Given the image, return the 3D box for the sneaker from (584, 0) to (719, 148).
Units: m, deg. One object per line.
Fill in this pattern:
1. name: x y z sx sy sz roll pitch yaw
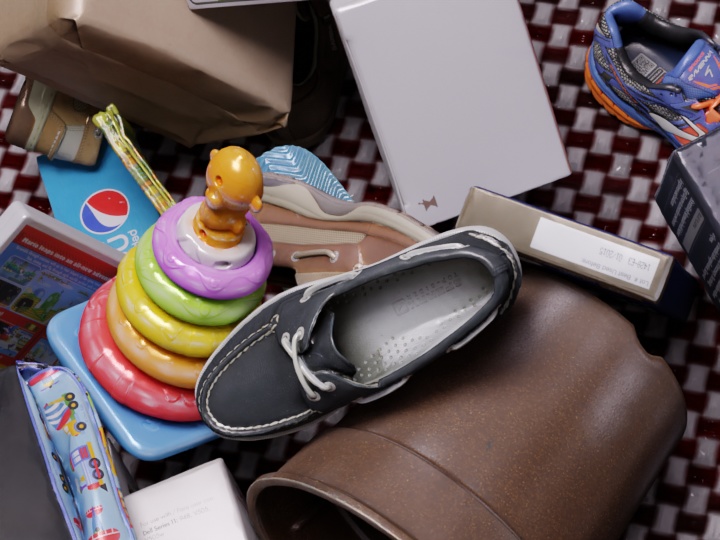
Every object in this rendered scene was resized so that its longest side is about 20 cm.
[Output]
1. sneaker: 0.221 -0.106 1.369 0.199 0.079 0.075 32 73 25

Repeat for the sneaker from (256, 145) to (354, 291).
1. sneaker: -0.004 0.016 1.356 0.076 0.081 0.201 -29 72 -6

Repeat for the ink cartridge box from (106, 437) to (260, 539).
1. ink cartridge box: -0.082 0.191 1.251 0.067 0.117 0.201 -21 60 -2

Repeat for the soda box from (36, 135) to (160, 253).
1. soda box: -0.147 0.006 1.398 0.067 0.064 0.201 -22 60 0

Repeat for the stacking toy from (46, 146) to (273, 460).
1. stacking toy: -0.091 0.001 1.213 0.109 0.201 0.116 -22 61 -37

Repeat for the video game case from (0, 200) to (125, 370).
1. video game case: -0.223 0.057 1.288 0.200 0.143 0.017 -47 57 9

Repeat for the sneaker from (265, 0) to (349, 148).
1. sneaker: -0.034 -0.183 1.469 0.070 0.076 0.201 -1 62 12

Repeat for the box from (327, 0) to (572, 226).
1. box: 0.044 -0.142 1.339 0.106 0.153 0.200 -19 26 1

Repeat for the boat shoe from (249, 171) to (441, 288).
1. boat shoe: 0.000 0.000 1.253 0.199 0.076 0.072 18 81 49

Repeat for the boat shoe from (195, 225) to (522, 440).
1. boat shoe: -0.007 0.035 1.155 0.199 0.060 0.076 -32 92 12

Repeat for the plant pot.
1. plant pot: 0.072 0.116 1.225 0.200 0.201 0.198 29 64 25

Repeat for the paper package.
1. paper package: -0.133 -0.204 1.361 0.103 0.190 0.201 -13 66 40

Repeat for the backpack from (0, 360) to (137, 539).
1. backpack: -0.204 0.174 1.254 0.134 0.201 0.183 -15 56 -14

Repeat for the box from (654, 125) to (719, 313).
1. box: 0.307 -0.017 1.252 0.196 0.117 0.201 -28 78 -4

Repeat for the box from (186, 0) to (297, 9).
1. box: -0.019 -0.234 1.319 0.116 0.060 0.200 1 33 39

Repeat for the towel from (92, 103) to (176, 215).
1. towel: -0.098 -0.016 1.347 0.018 0.086 0.200 -37 83 1

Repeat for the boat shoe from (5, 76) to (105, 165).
1. boat shoe: -0.170 -0.159 1.433 0.076 0.072 0.201 21 70 -9

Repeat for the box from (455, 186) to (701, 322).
1. box: 0.135 -0.006 1.272 0.120 0.200 0.033 20 91 15
